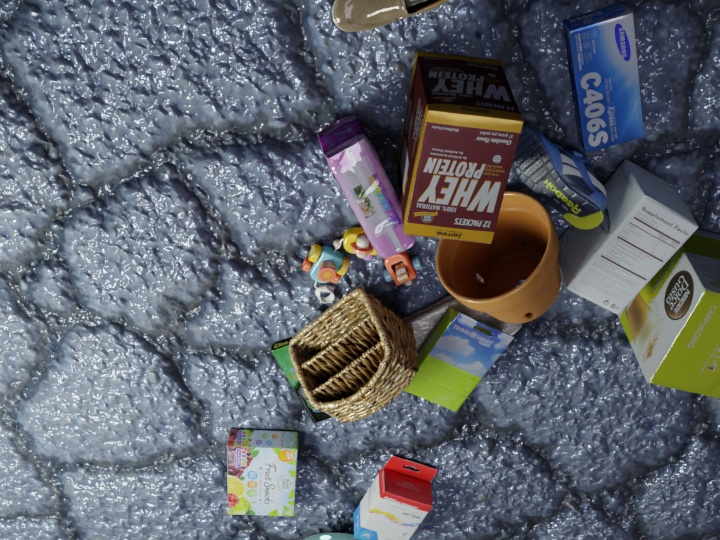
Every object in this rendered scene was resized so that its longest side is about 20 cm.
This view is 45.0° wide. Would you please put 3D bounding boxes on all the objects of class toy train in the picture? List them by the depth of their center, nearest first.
[{"bbox_3d":[0.000,0.000,1.477,0.197,0.056,0.152,-19,123,11],"label":"toy train"}]

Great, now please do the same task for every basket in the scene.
[{"bbox_3d":[-0.017,0.158,1.499,0.199,0.144,0.148,-36,124,26],"label":"basket"}]

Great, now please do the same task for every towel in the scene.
[{"bbox_3d":[0.177,0.101,1.566,0.198,0.035,0.133,-29,122,18],"label":"towel"}]

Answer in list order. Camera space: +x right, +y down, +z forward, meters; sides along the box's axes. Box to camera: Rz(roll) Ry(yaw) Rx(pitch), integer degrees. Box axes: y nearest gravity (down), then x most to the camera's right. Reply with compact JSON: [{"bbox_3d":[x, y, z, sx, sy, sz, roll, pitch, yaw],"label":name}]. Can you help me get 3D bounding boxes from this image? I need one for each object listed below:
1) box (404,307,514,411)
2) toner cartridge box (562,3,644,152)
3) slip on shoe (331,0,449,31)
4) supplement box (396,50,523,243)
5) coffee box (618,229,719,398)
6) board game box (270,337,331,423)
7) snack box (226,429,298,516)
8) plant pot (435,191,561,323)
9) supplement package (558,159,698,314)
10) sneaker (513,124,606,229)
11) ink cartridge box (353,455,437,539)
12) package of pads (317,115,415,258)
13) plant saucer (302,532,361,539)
[{"bbox_3d":[0.172,0.155,1.554,0.120,0.048,0.201,23,122,-16],"label":"box"},{"bbox_3d":[0.363,-0.283,1.293,0.093,0.043,0.202,-14,124,7],"label":"toner cartridge box"},{"bbox_3d":[0.053,-0.380,1.206,0.196,0.061,0.077,-13,125,8],"label":"slip on shoe"},{"bbox_3d":[0.136,-0.181,1.263,0.130,0.201,0.200,5,126,-6],"label":"supplement box"},{"bbox_3d":[0.582,0.071,1.453,0.196,0.199,0.202,12,124,-10],"label":"coffee box"},{"bbox_3d":[-0.081,0.201,1.637,0.103,0.024,0.202,-17,124,12],"label":"board game box"},{"bbox_3d":[-0.199,0.414,1.766,0.139,0.053,0.203,2,125,-4],"label":"snack box"},{"bbox_3d":[0.240,-0.006,1.408,0.198,0.202,0.140,-28,138,18],"label":"plant pot"},{"bbox_3d":[0.425,-0.053,1.412,0.116,0.118,0.201,24,121,-17],"label":"supplement package"},{"bbox_3d":[0.313,-0.157,1.370,0.200,0.083,0.074,45,143,-9],"label":"sneaker"},{"bbox_3d":[0.074,0.488,1.816,0.114,0.068,0.202,19,123,-13],"label":"ink cartridge box"},{"bbox_3d":[0.012,-0.130,1.338,0.075,0.121,0.201,-28,119,4],"label":"package of pads"},{"bbox_3d":[-0.041,0.631,1.908,0.196,0.028,0.202,4,141,3],"label":"plant saucer"}]
